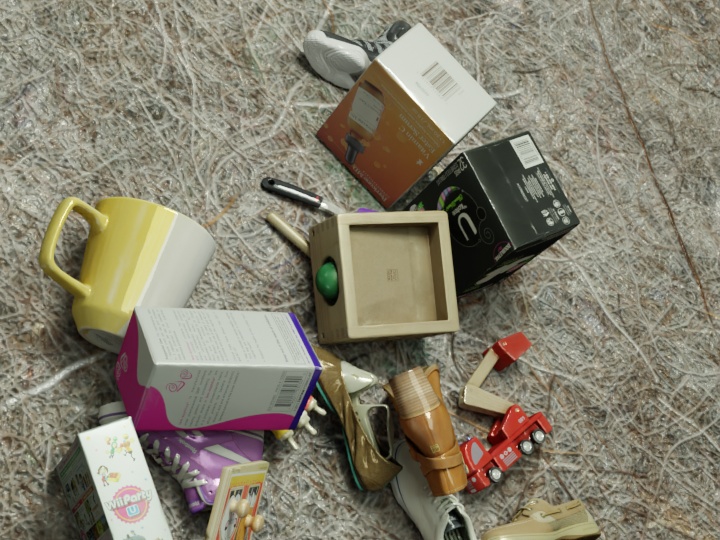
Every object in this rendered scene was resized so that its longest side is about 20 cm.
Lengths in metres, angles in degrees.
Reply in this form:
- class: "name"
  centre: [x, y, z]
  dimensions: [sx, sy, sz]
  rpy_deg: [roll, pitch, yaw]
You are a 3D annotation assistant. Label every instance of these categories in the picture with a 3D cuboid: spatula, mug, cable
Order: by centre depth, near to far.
- class: "mug"
  centre: [-0.281, 0.009, 1.359]
  dimensions: [0.186, 0.149, 0.153]
  rpy_deg: [21, 69, -10]
- class: "cable"
  centre: [-0.128, 0.130, 1.421]
  dimensions: [0.200, 0.050, 0.097]
  rpy_deg: [42, 44, -1]
- class: "spatula"
  centre: [-0.041, -0.084, 1.579]
  dimensions: [0.200, 0.021, 0.057]
  rpy_deg: [24, 61, -14]

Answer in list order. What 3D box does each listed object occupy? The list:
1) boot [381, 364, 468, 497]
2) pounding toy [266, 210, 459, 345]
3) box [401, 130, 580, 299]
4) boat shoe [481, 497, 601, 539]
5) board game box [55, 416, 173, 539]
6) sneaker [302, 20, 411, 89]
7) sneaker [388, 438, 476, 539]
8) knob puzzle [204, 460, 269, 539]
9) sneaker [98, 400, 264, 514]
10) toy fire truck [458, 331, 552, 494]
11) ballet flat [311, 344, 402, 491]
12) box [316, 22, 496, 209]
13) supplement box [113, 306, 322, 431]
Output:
- class: "boot"
  centre: [0.090, 0.197, 1.430]
  dimensions: [0.077, 0.200, 0.156]
  rpy_deg: [-22, 83, -2]
- class: "pounding toy"
  centre: [0.000, 0.000, 1.510]
  dimensions: [0.200, 0.142, 0.185]
  rpy_deg: [-3, 83, -24]
- class: "box"
  centre: [0.166, -0.068, 1.564]
  dimensions: [0.124, 0.200, 0.149]
  rpy_deg: [-20, 77, -32]
- class: "boat shoe"
  centre: [0.221, 0.329, 1.486]
  dimensions: [0.200, 0.071, 0.065]
  rpy_deg: [6, 52, -41]
- class: "board game box"
  centre: [-0.254, 0.274, 1.238]
  dimensions: [0.064, 0.148, 0.200]
  rpy_deg: [-16, 76, -29]
- class: "sneaker"
  centre: [0.012, -0.317, 1.683]
  dimensions: [0.200, 0.075, 0.114]
  rpy_deg: [24, 58, -21]
- class: "sneaker"
  centre: [0.101, 0.297, 1.443]
  dimensions: [0.073, 0.071, 0.200]
  rpy_deg: [-20, 77, -31]
- class: "knob puzzle"
  centre: [-0.137, 0.310, 1.261]
  dimensions: [0.030, 0.220, 0.220]
  rpy_deg: [13, 59, 9]
- class: "sneaker"
  centre: [-0.208, 0.216, 1.334]
  dimensions: [0.200, 0.073, 0.115]
  rpy_deg: [15, 65, -19]
- class: "toy fire truck"
  centre: [0.177, 0.187, 1.544]
  dimensions: [0.200, 0.049, 0.141]
  rpy_deg: [-34, 84, -32]
- class: "ballet flat"
  centre: [-0.002, 0.173, 1.445]
  dimensions: [0.072, 0.068, 0.200]
  rpy_deg: [-26, 77, 12]
- class: "box"
  centre: [0.058, -0.205, 1.575]
  dimensions: [0.152, 0.200, 0.106]
  rpy_deg: [46, 55, 0]
- class: "supplement box"
  centre: [-0.162, 0.112, 1.309]
  dimensions: [0.200, 0.101, 0.103]
  rpy_deg: [4, 36, -32]
